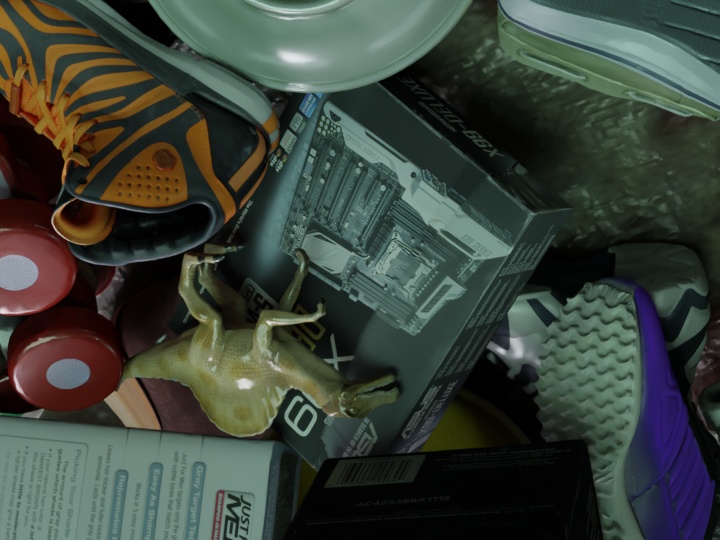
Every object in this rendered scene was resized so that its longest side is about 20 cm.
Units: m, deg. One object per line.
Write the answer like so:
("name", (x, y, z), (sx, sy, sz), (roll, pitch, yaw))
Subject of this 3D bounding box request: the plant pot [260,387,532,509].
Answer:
("plant pot", (0.023, 0.177, 1.086), (0.198, 0.201, 0.142), (16, 166, 8))

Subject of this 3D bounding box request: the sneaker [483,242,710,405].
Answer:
("sneaker", (0.102, 0.055, 1.022), (0.197, 0.080, 0.131), (-4, 115, 11))

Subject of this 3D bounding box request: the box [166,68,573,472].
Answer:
("box", (0.000, 0.000, 0.971), (0.158, 0.050, 0.201), (42, 116, 23))

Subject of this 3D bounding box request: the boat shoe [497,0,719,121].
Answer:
("boat shoe", (0.163, -0.113, 0.898), (0.199, 0.072, 0.062), (22, 154, 8))

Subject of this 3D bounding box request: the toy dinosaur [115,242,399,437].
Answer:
("toy dinosaur", (-0.076, 0.038, 0.961), (0.199, 0.058, 0.102), (3, 99, 33))

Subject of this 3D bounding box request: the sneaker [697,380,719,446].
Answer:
("sneaker", (0.231, 0.103, 1.014), (0.099, 0.078, 0.201), (21, 120, 1))

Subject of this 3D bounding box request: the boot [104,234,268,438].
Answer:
("boot", (-0.067, 0.084, 1.112), (0.200, 0.072, 0.166), (46, 129, -10))

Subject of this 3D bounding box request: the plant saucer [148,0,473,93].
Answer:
("plant saucer", (-0.030, -0.183, 0.880), (0.198, 0.050, 0.202), (3, 107, 8))

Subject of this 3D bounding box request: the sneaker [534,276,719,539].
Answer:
("sneaker", (0.155, 0.094, 0.961), (0.069, 0.099, 0.202), (15, 115, 49))

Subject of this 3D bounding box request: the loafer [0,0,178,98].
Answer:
("loafer", (-0.159, -0.123, 1.003), (0.199, 0.063, 0.072), (-28, 113, 34))

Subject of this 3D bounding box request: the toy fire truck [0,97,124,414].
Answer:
("toy fire truck", (-0.227, 0.007, 0.997), (0.167, 0.113, 0.201), (-14, 134, 2))

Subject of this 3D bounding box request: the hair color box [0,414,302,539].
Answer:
("hair color box", (-0.138, 0.139, 1.012), (0.198, 0.061, 0.100), (4, 81, 17))

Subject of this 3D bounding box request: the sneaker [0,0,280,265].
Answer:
("sneaker", (-0.149, -0.076, 0.915), (0.199, 0.112, 0.078), (22, 147, 9))

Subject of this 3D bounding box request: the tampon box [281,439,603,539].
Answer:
("tampon box", (0.052, 0.206, 0.904), (0.149, 0.126, 0.202), (-5, 105, 13))

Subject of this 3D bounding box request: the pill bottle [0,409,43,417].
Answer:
("pill bottle", (-0.266, 0.007, 1.106), (0.112, 0.113, 0.201), (4, 125, 18))
